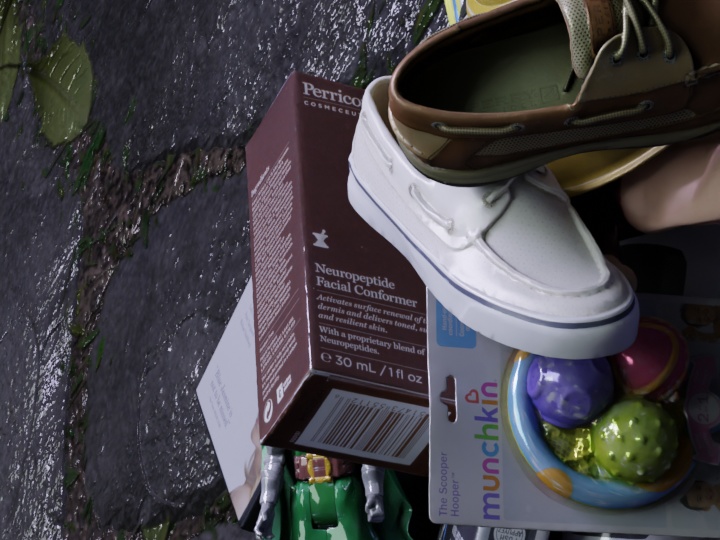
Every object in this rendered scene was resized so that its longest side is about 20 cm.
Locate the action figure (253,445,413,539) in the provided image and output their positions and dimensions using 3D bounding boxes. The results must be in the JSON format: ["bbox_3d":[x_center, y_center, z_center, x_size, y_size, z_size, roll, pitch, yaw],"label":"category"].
[{"bbox_3d":[-0.016,0.128,1.179,0.117,0.055,0.202,-8,83,11],"label":"action figure"}]

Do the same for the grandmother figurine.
[{"bbox_3d":[0.135,-0.038,1.030,0.200,0.061,0.122,-9,43,58],"label":"grandmother figurine"}]

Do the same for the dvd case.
[{"bbox_3d":[-0.043,0.039,1.348,0.201,0.017,0.143,-63,28,24],"label":"dvd case"}]

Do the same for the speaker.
[{"bbox_3d":[0.145,0.076,1.085,0.081,0.081,0.201,-8,69,56],"label":"speaker"}]

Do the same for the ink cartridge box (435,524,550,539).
[{"bbox_3d":[0.069,0.125,1.127,0.198,0.043,0.201,-123,46,-89],"label":"ink cartridge box"}]

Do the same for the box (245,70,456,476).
[{"bbox_3d":[0.000,0.000,1.165,0.075,0.100,0.201,125,149,-44],"label":"box"}]

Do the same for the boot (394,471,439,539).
[{"bbox_3d":[-0.025,0.163,1.246,0.066,0.164,0.201,48,119,29],"label":"boot"}]

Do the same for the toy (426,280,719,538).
[{"bbox_3d":[0.131,0.058,0.999,0.047,0.199,0.116,123,149,-64],"label":"toy"}]

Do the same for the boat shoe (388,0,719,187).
[{"bbox_3d":[0.104,-0.090,0.934,0.199,0.074,0.076,-21,70,10],"label":"boat shoe"}]

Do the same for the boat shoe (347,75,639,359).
[{"bbox_3d":[0.057,-0.031,1.006,0.200,0.071,0.070,45,142,49],"label":"boat shoe"}]

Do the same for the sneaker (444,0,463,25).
[{"bbox_3d":[0.071,-0.099,1.289,0.105,0.075,0.201,-49,40,36],"label":"sneaker"}]

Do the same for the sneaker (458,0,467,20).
[{"bbox_3d":[0.110,-0.153,1.228,0.077,0.085,0.201,-36,32,44],"label":"sneaker"}]

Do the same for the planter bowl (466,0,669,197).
[{"bbox_3d":[0.110,-0.137,1.044,0.200,0.083,0.201,-38,27,23],"label":"planter bowl"}]
